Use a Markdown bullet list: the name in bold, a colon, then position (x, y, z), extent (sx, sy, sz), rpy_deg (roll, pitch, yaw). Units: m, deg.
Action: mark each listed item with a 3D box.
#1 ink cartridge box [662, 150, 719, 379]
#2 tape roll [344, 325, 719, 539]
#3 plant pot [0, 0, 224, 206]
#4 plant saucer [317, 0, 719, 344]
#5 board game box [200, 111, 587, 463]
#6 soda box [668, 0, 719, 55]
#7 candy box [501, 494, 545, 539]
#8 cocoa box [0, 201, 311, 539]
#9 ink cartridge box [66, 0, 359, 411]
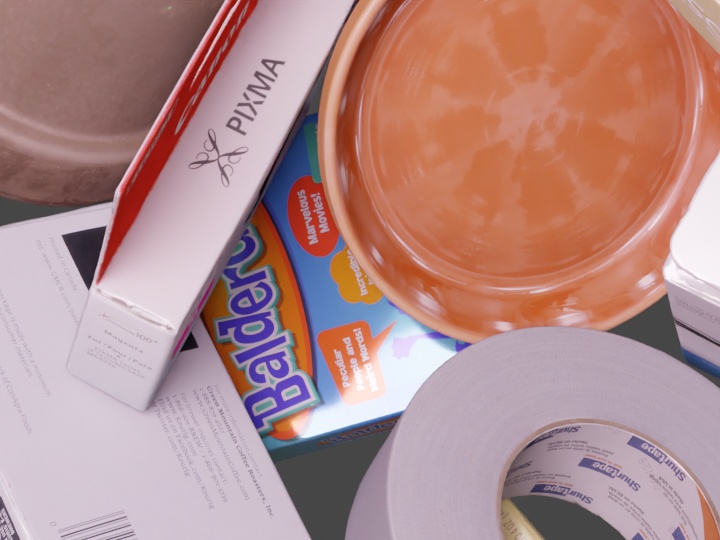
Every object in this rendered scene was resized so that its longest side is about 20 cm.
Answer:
- **ink cartridge box**: position (0.198, -0.024, 0.938), extent (0.084, 0.200, 0.145), rpy_deg (27, 85, 15)
- **tape roll**: position (0.095, 0.125, 0.942), extent (0.199, 0.066, 0.202), rpy_deg (11, 53, -15)
- **plant pot**: position (-0.120, -0.155, 0.985), extent (0.174, 0.199, 0.201), rpy_deg (-39, 69, 45)
- **plant saucer**: position (0.077, -0.065, 0.966), extent (0.199, 0.032, 0.202), rpy_deg (-6, 110, -16)
- **board game box**: position (0.000, 0.000, 1.053), extent (0.198, 0.045, 0.153), rpy_deg (-17, 76, 8)
- **soda box**: position (0.178, -0.083, 0.815), extent (0.064, 0.068, 0.200), rpy_deg (-42, 75, 0)
- **candy box**: position (0.080, 0.208, 0.989), extent (0.115, 0.055, 0.200), rpy_deg (-40, 75, 1)
- **cocoa box**: position (-0.132, 0.094, 0.988), extent (0.131, 0.133, 0.201), rpy_deg (-48, 63, 46)
- **ink cartridge box**: position (-0.050, -0.062, 0.908), extent (0.043, 0.174, 0.201), rpy_deg (28, 63, -2)
